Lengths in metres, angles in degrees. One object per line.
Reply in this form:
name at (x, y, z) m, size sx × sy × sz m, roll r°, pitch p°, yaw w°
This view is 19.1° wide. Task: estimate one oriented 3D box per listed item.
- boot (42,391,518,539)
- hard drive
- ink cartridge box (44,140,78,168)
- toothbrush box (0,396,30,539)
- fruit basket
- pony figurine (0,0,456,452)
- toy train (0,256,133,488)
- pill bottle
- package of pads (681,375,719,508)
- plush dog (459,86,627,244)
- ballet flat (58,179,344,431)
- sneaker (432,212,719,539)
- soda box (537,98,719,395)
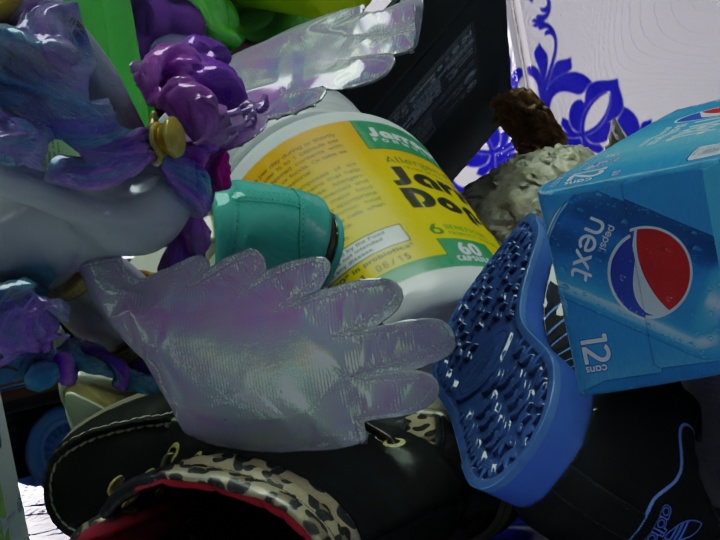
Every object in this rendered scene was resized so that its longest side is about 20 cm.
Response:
boot at (-0.057, 0.087, 0.769) m, size 0.200 × 0.073 × 0.151 m, roll 1°, pitch 8°, yaw 26°
hard drive at (0.027, -0.082, 1.135) m, size 0.140 × 0.033 × 0.200 m, roll -49°, pitch -16°, yaw -11°
ink cartridge box at (-0.203, -0.078, 1.059) m, size 0.084 × 0.146 × 0.200 m, roll -8°, pitch -5°, yaw 12°
toothbrush box at (-0.193, 0.070, 0.810) m, size 0.086 × 0.146 × 0.200 m, roll -11°, pitch 5°, yaw 4°
fruit basket at (-0.052, -0.135, 1.046) m, size 0.215 × 0.156 × 0.216 m, roll -8°, pitch 0°, yaw 0°
pony figurine at (-0.080, -0.024, 0.715) m, size 0.193 × 0.167 × 0.200 m, roll -15°, pitch -32°, yaw 29°
toy train at (-0.166, 0.058, 1.112) m, size 0.200 × 0.114 × 0.087 m, roll -12°, pitch 4°, yaw -24°
pill bottle at (0.000, 0.000, 0.940) m, size 0.113 × 0.113 × 0.200 m, roll -12°, pitch 36°, yaw -17°
package of pads at (0.171, 0.042, 0.766) m, size 0.120 × 0.076 × 0.200 m, roll -15°, pitch 5°, yaw -19°
plush dog at (0.069, 0.009, 1.156) m, size 0.172 × 0.161 × 0.200 m, roll -37°, pitch 15°, yaw -21°
ballet flat at (-0.084, 0.034, 0.883) m, size 0.070 × 0.200 × 0.067 m, roll 21°, pitch 35°, yaw -24°
sneaker at (0.076, 0.045, 0.753) m, size 0.070 × 0.078 × 0.200 m, roll -53°, pitch 12°, yaw 18°
soda box at (0.123, -0.017, 0.730) m, size 0.064 × 0.068 × 0.200 m, roll -10°, pitch 7°, yaw 23°
